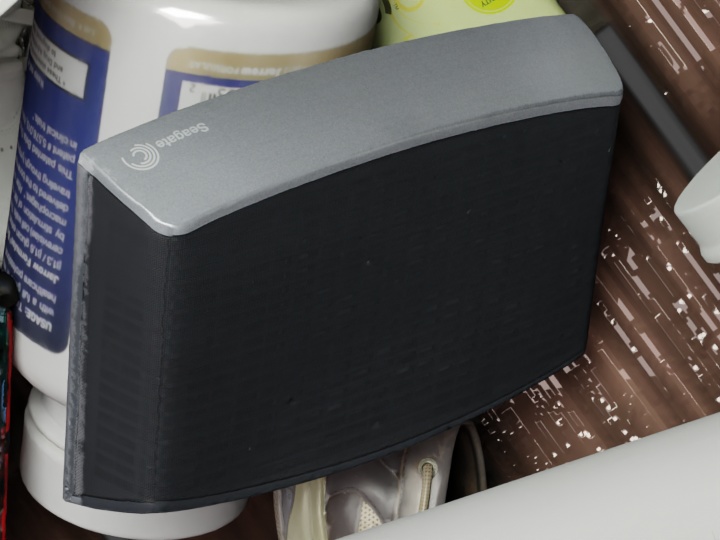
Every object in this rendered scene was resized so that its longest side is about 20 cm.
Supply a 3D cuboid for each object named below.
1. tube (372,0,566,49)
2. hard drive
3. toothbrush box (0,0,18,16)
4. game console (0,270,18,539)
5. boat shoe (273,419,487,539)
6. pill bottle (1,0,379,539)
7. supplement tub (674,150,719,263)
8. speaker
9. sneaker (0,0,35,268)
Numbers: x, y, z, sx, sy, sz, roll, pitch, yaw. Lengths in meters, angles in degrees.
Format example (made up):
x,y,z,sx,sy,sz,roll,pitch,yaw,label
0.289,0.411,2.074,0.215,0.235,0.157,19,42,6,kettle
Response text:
x,y,z,sx,sy,sz,roll,pitch,yaw,label
0.002,-0.137,0.992,0.058,0.052,0.200,-24,96,49,tube
0.000,0.000,0.922,0.042,0.200,0.135,33,129,40,hard drive
-0.176,-0.145,0.813,0.146,0.085,0.200,-44,119,-17,toothbrush box
-0.222,0.024,0.989,0.200,0.119,0.172,12,102,44,game console
0.023,0.141,1.005,0.073,0.074,0.200,-8,97,29,boat shoe
-0.063,-0.015,0.982,0.111,0.111,0.200,16,115,11,pill bottle
0.205,0.020,0.906,0.144,0.144,0.200,-38,95,15,supplement tub
0.064,0.105,0.945,0.200,0.081,0.081,-17,94,-19,speaker
-0.125,-0.107,0.994,0.130,0.079,0.199,-19,83,38,sneaker
